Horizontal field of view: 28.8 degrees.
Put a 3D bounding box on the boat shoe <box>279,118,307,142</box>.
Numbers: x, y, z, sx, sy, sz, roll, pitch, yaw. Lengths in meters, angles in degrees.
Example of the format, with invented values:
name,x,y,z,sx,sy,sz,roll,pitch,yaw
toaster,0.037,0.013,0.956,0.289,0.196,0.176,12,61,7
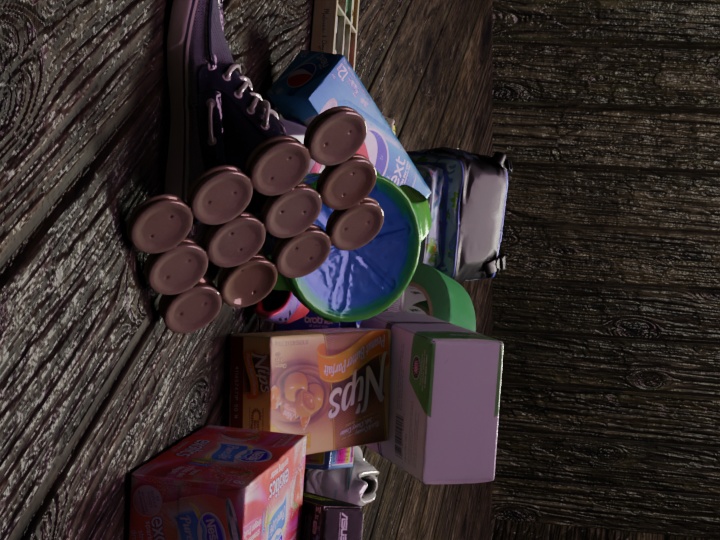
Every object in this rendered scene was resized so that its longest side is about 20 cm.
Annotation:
name,x,y,z,sx,sy,sz,roll,pitch,yaw
boat shoe,-0.094,-0.097,1.256,0.200,0.073,0.066,-41,149,-70

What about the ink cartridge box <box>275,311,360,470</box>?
name,x,y,z,sx,sy,sz,roll,pitch,yaw
ink cartridge box,-0.047,0.112,1.523,0.136,0.076,0.202,30,62,-78

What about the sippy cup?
name,x,y,z,sx,sy,sz,roll,pitch,yaw
sippy cup,-0.033,-0.033,1.284,0.130,0.177,0.140,23,-87,60

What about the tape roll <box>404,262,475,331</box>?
name,x,y,z,sx,sy,sz,roll,pitch,yaw
tape roll,0.049,0.090,1.686,0.048,0.200,0.202,30,57,-36

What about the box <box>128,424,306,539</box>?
name,x,y,z,sx,sy,sz,roll,pitch,yaw
box,-0.113,0.197,1.145,0.200,0.094,0.103,-20,114,-78

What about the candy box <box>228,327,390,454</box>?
name,x,y,z,sx,sy,sz,roll,pitch,yaw
candy box,-0.046,0.117,1.374,0.199,0.055,0.116,0,92,-55

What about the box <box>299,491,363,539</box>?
name,x,y,z,sx,sy,sz,roll,pitch,yaw
box,-0.064,0.305,1.291,0.193,0.047,0.202,174,-79,-65

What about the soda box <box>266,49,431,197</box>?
name,x,y,z,sx,sy,sz,roll,pitch,yaw
soda box,-0.010,-0.129,1.430,0.064,0.068,0.200,-53,131,-20

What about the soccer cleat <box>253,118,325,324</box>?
name,x,y,z,sx,sy,sz,roll,pitch,yaw
soccer cleat,-0.074,-0.047,1.371,0.076,0.066,0.202,-9,102,-67

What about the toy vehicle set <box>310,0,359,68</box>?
name,x,y,z,sx,sy,sz,roll,pitch,yaw
toy vehicle set,-0.030,-0.259,1.615,0.124,0.026,0.202,26,68,-78

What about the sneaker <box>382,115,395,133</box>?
name,x,y,z,sx,sy,sz,roll,pitch,yaw
sneaker,-0.012,-0.144,1.566,0.200,0.075,0.077,-17,126,-75

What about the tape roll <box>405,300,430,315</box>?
name,x,y,z,sx,sy,sz,roll,pitch,yaw
tape roll,0.056,0.117,1.752,0.048,0.200,0.202,29,57,-35

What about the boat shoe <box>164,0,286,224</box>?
name,x,y,z,sx,sy,sz,roll,pitch,yaw
boat shoe,-0.101,-0.134,1.113,0.075,0.092,0.202,-32,125,-77

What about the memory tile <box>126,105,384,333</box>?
name,x,y,z,sx,sy,sz,roll,pitch,yaw
memory tile,-0.077,-0.037,1.082,0.017,0.199,0.154,54,-13,38

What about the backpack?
name,x,y,z,sx,sy,sz,roll,pitch,yaw
backpack,0.098,-0.083,1.967,0.200,0.146,0.184,17,-74,60

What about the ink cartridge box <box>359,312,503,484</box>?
name,x,y,z,sx,sy,sz,roll,pitch,yaw
ink cartridge box,0.067,0.127,1.463,0.200,0.084,0.147,-160,-107,-69

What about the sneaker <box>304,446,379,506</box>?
name,x,y,z,sx,sy,sz,roll,pitch,yaw
sneaker,-0.014,0.260,1.724,0.200,0.080,0.071,-38,129,-77

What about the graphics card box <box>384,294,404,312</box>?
name,x,y,z,sx,sy,sz,roll,pitch,yaw
graphics card box,0.000,0.000,1.623,0.125,0.051,0.201,30,-53,56
